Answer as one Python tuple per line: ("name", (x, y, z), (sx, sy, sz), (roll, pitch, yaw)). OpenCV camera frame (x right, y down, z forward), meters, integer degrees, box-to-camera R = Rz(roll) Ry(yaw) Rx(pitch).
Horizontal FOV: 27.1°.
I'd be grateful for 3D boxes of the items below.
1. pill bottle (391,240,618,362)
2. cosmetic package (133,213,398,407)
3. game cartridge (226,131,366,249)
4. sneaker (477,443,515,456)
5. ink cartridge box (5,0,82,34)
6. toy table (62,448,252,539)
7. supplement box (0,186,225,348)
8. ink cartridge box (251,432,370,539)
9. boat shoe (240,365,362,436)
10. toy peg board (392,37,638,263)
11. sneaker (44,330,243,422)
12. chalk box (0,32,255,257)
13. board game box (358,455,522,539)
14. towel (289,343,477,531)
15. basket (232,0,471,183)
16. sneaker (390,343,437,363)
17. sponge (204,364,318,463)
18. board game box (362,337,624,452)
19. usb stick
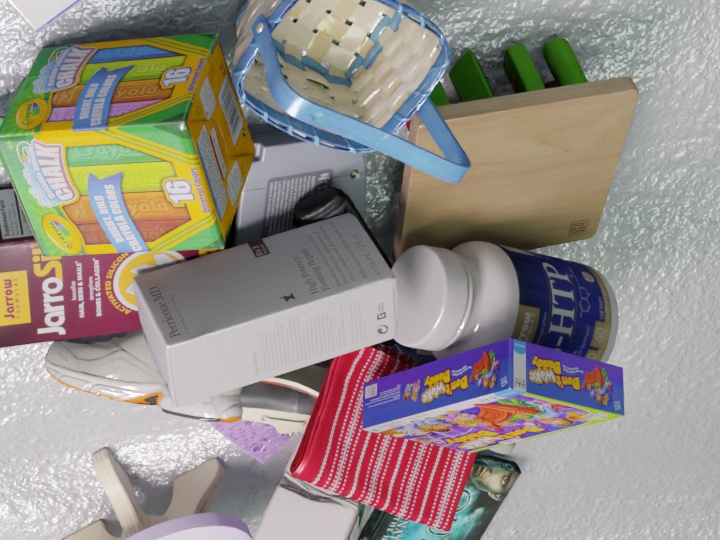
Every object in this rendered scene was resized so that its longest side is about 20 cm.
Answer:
("pill bottle", (0.125, 0.038, 1.355), (0.199, 0.120, 0.120), (11, 121, -35))
("cosmetic package", (-0.079, 0.030, 1.244), (0.199, 0.102, 0.074), (-17, 131, -17))
("game cartridge", (-0.060, -0.036, 1.334), (0.133, 0.040, 0.201), (-8, 125, -26))
("sneaker", (0.061, 0.165, 1.528), (0.199, 0.075, 0.085), (19, 115, -21))
("ink cartridge box", (-0.223, -0.303, 1.081), (0.198, 0.043, 0.200), (-34, 128, 6))
("toy table", (-0.210, 0.272, 1.472), (0.199, 0.117, 0.184), (-20, 129, -7))
("supplement box", (-0.220, -0.012, 1.274), (0.199, 0.086, 0.111), (-7, 128, -16))
("ink cartridge box", (-0.050, 0.259, 1.447), (0.084, 0.201, 0.146), (21, 146, 8))
("boat shoe", (-0.073, 0.121, 1.400), (0.199, 0.071, 0.063), (17, 105, -26))
("toy peg board", (0.122, -0.111, 1.344), (0.199, 0.098, 0.200), (-10, 144, -13))
("sneaker", (-0.187, 0.075, 1.334), (0.076, 0.199, 0.093), (24, 77, -70))
("chalk box", (-0.201, -0.096, 1.172), (0.199, 0.124, 0.125), (-4, 131, 14))
("board game box", (0.075, 0.279, 1.645), (0.135, 0.028, 0.201), (13, 120, -28))
("towel", (0.035, 0.153, 1.404), (0.199, 0.022, 0.145), (25, 83, -33))
("basket", (-0.009, -0.154, 1.172), (0.176, 0.200, 0.139), (22, 115, -31))
("sneaker", (0.122, 0.102, 1.496), (0.198, 0.081, 0.116), (2, 122, -24))
("sponge", (-0.121, 0.099, 1.433), (0.111, 0.030, 0.200), (-41, 129, 10))
("board game box", (0.114, 0.113, 1.317), (0.134, 0.045, 0.200), (15, 157, -34))
("usb stick", (0.000, 0.000, 1.352), (0.055, 0.033, 0.200), (-25, 135, 8))
